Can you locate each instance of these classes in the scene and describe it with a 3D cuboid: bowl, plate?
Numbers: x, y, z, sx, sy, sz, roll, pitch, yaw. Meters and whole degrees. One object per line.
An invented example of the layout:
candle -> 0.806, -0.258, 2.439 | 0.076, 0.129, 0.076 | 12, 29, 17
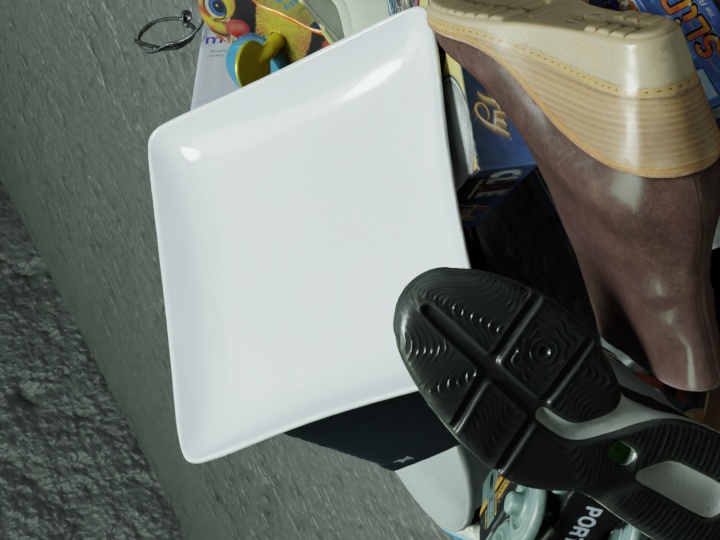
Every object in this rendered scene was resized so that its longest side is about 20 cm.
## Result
bowl -> 0.061, 0.068, 1.171 | 0.201, 0.090, 0.201 | 56, 161, 31
plate -> -0.024, -0.014, 0.913 | 0.032, 0.200, 0.200 | 17, -122, -52

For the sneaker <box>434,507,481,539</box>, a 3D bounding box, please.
sneaker -> 0.115, 0.203, 1.210 | 0.200, 0.078, 0.090 | 28, 142, 66

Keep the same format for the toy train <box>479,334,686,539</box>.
toy train -> 0.123, 0.115, 0.978 | 0.114, 0.085, 0.200 | -85, 13, -45

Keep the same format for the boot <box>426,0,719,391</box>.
boot -> 0.097, -0.044, 0.790 | 0.200, 0.072, 0.167 | 36, 141, 60

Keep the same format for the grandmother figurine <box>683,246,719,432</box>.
grandmother figurine -> 0.185, 0.037, 0.794 | 0.121, 0.060, 0.200 | 44, 156, 35

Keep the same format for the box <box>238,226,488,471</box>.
box -> 0.000, 0.000, 1.012 | 0.148, 0.104, 0.201 | 25, -137, -55

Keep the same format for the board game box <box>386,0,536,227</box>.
board game box -> 0.048, -0.134, 0.931 | 0.135, 0.034, 0.201 | 130, 132, -75

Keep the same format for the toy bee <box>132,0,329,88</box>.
toy bee -> -0.068, -0.169, 1.147 | 0.109, 0.199, 0.131 | 85, -170, -46

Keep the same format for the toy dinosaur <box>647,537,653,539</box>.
toy dinosaur -> 0.172, 0.156, 1.031 | 0.200, 0.060, 0.107 | -169, 85, -72

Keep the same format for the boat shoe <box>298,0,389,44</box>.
boat shoe -> 0.012, -0.160, 1.063 | 0.202, 0.072, 0.060 | 51, 176, 30

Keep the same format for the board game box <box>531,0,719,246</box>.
board game box -> 0.122, -0.094, 0.854 | 0.136, 0.034, 0.200 | 62, 163, 18

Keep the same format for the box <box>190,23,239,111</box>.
box -> -0.064, -0.063, 1.257 | 0.200, 0.096, 0.177 | 86, -176, -46

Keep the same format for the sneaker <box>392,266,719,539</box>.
sneaker -> 0.082, 0.056, 0.802 | 0.200, 0.076, 0.115 | 35, -179, -23
